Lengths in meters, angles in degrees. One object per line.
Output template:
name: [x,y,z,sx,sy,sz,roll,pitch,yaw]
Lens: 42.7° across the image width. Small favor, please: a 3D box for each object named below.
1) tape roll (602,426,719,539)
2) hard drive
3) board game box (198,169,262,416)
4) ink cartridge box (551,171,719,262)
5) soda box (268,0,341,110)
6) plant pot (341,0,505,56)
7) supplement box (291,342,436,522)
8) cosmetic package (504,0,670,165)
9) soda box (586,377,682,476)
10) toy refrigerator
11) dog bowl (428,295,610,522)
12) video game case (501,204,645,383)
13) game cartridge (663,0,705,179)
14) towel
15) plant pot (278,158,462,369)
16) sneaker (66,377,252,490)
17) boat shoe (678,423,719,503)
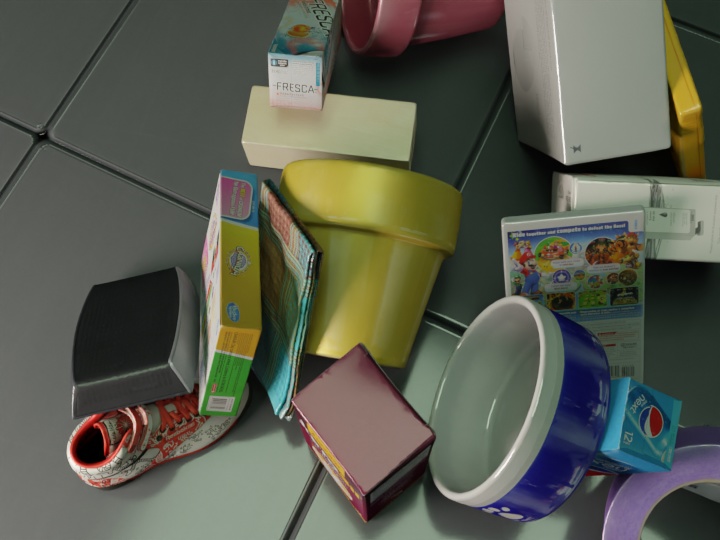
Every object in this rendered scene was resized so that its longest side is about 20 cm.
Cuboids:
tape roll: [0.330,0.256,0.870,0.196,0.085,0.204,1,93,17]
hard drive: [-0.236,0.067,0.965,0.132,0.043,0.201,-12,32,-2]
board game box: [-0.136,0.023,0.950,0.040,0.154,0.203,6,50,-15]
ink cartridge box: [0.314,-0.060,1.001,0.196,0.147,0.084,3,98,3]
soda box: [-0.062,-0.267,1.091,0.062,0.069,0.202,4,38,3]
plant pot: [0.079,-0.362,1.119,0.176,0.200,0.203,-3,67,-17]
supplement box: [0.003,0.164,0.894,0.085,0.201,0.111,-37,72,-12]
cosmetic package: [0.242,-0.237,1.007,0.121,0.200,0.203,-9,106,-1]
soda box: [0.214,0.157,0.892,0.063,0.200,0.069,23,68,-17]
toy refrigerator: [-0.034,-0.160,1.096,0.196,0.070,0.077,6,72,6]
dog bowl: [0.147,0.132,0.884,0.078,0.200,0.203,23,68,-17]
video game case: [0.222,0.034,0.955,0.140,0.203,0.018,-4,26,7]
game cartridge: [0.350,-0.208,1.038,0.032,0.200,0.179,-16,68,14]
towel: [-0.088,0.030,0.939,0.021,0.203,0.147,-5,34,-28]
plant pot: [0.000,0.000,0.974,0.197,0.201,0.193,8,84,4]
sneaker: [-0.204,0.156,0.951,0.199,0.108,0.068,-29,70,-10]
boat shoe: [0.356,0.193,0.951,0.197,0.072,0.069,17,71,15]
